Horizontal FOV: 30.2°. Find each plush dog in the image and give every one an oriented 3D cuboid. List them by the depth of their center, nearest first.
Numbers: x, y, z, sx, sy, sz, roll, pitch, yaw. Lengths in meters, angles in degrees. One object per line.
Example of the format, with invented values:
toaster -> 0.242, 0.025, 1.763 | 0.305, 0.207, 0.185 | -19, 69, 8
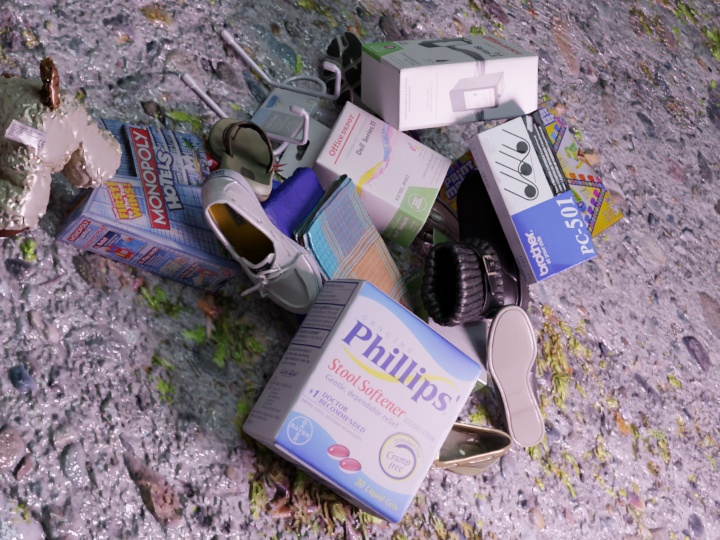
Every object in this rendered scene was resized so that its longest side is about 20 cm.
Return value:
plush dog -> -0.360, -0.145, 1.337 | 0.200, 0.170, 0.163 | -44, 139, -46

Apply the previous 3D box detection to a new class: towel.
towel -> -0.059, -0.009, 1.594 | 0.202, 0.049, 0.148 | 63, 34, -15
towel -> 0.000, 0.000, 1.612 | 0.202, 0.021, 0.147 | 60, 36, -20

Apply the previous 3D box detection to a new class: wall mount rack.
wall mount rack -> -0.124, -0.230, 1.698 | 0.171, 0.075, 0.201 | 15, 41, 14

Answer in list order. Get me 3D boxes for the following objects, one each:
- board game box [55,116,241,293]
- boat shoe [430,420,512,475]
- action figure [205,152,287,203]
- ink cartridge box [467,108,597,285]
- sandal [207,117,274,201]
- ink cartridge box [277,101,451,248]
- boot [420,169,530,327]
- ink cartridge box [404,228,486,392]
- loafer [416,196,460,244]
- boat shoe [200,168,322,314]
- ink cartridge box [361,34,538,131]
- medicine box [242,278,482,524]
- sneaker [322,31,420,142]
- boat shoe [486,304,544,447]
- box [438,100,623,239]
board game box -> -0.246, -0.084, 1.477 | 0.198, 0.061, 0.203 | 7, 59, -43
boat shoe -> 0.097, 0.208, 1.611 | 0.199, 0.063, 0.074 | 15, 53, -38
action figure -> -0.119, -0.098, 1.628 | 0.198, 0.052, 0.066 | 23, 53, -30
ink cartridge box -> 0.218, -0.093, 1.693 | 0.093, 0.044, 0.203 | -22, 89, -15
sandal -> -0.129, -0.138, 1.544 | 0.079, 0.058, 0.201 | 14, 20, -18
ink cartridge box -> 0.003, -0.133, 1.706 | 0.198, 0.067, 0.118 | 28, 54, -5
boot -> 0.136, -0.033, 1.703 | 0.156, 0.079, 0.214 | 1, 68, -45
ink cartridge box -> 0.110, 0.057, 1.734 | 0.103, 0.059, 0.202 | 30, 45, -28
loafer -> 0.061, -0.083, 1.790 | 0.200, 0.072, 0.063 | 43, 57, -5
boat shoe -> -0.106, -0.013, 1.453 | 0.203, 0.074, 0.087 | 57, 18, -30
ink cartridge box -> 0.115, -0.249, 1.749 | 0.197, 0.085, 0.146 | -8, 24, -19
medicine box -> 0.003, 0.141, 1.467 | 0.181, 0.103, 0.202 | 36, 76, -21
sneaker -> 0.018, -0.237, 1.858 | 0.202, 0.080, 0.083 | 61, 26, -6
boat shoe -> 0.197, 0.130, 1.717 | 0.057, 0.066, 0.203 | -104, -177, -68
box -> 0.216, -0.090, 1.835 | 0.121, 0.199, 0.194 | -27, 82, -50
